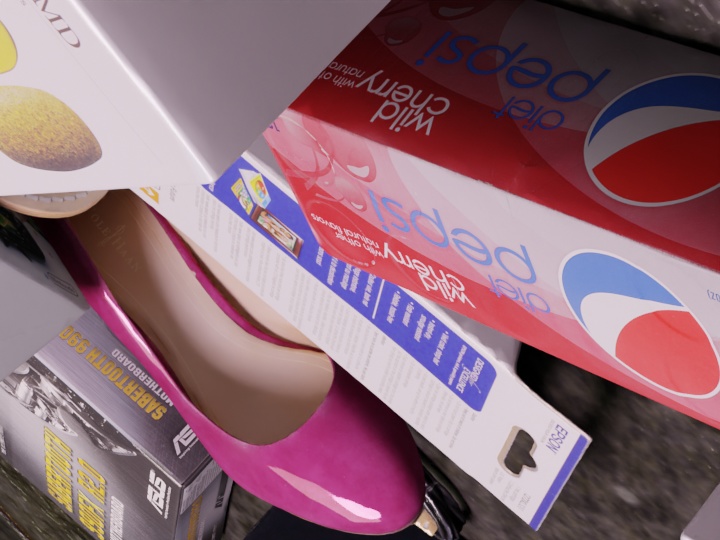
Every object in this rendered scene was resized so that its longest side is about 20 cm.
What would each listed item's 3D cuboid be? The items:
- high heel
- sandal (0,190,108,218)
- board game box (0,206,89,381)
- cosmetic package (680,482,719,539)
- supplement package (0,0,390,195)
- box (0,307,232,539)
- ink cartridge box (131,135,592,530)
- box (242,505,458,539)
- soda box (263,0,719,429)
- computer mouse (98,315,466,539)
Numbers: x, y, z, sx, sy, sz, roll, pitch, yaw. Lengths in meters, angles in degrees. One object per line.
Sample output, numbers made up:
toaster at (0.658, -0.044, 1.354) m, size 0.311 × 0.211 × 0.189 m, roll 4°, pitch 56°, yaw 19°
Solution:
high heel at (-0.054, 0.020, 0.851) m, size 0.200 × 0.067 × 0.096 m, roll 46°, pitch 173°, yaw 30°
sandal at (-0.140, -0.113, 0.751) m, size 0.069 × 0.078 × 0.213 m, roll -22°, pitch 105°, yaw 52°
board game box at (-0.198, -0.061, 0.821) m, size 0.201 × 0.064 × 0.148 m, roll 54°, pitch -176°, yaw 22°
cosmetic package at (0.193, 0.150, 0.674) m, size 0.199 × 0.052 × 0.151 m, roll 31°, pitch 153°, yaw 30°
supplement package at (-0.082, -0.097, 0.626) m, size 0.114 × 0.110 × 0.199 m, roll 51°, pitch 157°, yaw -20°
box at (-0.134, 0.070, 1.101) m, size 0.158 × 0.048 × 0.200 m, roll 40°, pitch 158°, yaw 9°
ink cartridge box at (0.000, 0.000, 0.761) m, size 0.200 × 0.037 × 0.095 m, roll 42°, pitch 158°, yaw 12°
box at (0.019, 0.201, 0.994) m, size 0.148 × 0.107 × 0.201 m, roll 32°, pitch 155°, yaw 26°
soda box at (0.064, -0.018, 0.580) m, size 0.199 × 0.063 × 0.070 m, roll 23°, pitch 151°, yaw 41°
computer mouse at (-0.041, 0.054, 0.931) m, size 0.199 × 0.034 × 0.059 m, roll 35°, pitch 156°, yaw 20°
